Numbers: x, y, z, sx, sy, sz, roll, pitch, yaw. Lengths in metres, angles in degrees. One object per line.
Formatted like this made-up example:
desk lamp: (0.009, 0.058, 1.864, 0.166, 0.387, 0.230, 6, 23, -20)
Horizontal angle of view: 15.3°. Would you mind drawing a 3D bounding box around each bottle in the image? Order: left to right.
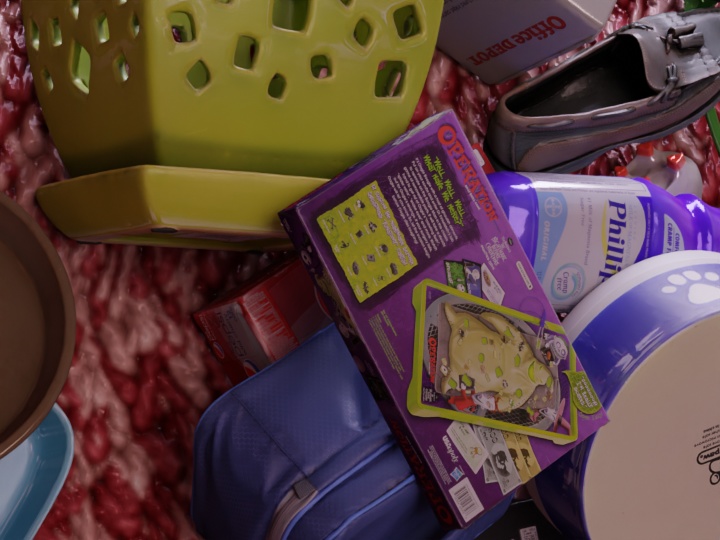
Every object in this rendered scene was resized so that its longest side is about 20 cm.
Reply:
bottle: (0.156, -0.015, 1.631, 0.199, 0.065, 0.084, 3, 100, -27)

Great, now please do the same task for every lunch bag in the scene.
lunch bag: (0.001, 0.121, 1.546, 0.199, 0.136, 0.132, -34, 61, -26)

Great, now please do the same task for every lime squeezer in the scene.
lime squeezer: (0.244, -0.157, 1.791, 0.070, 0.038, 0.201, 17, 78, -2)

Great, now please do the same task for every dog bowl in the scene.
dog bowl: (0.198, 0.095, 1.615, 0.199, 0.079, 0.202, -11, 118, -23)

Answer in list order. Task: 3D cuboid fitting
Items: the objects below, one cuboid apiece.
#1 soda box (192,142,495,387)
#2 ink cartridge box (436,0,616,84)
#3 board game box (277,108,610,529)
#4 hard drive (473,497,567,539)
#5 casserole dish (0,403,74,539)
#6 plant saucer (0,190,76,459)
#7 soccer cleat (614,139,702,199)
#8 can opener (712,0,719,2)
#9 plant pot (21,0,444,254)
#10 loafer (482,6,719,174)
soda box: (0.000, 0.000, 1.629, 0.199, 0.070, 0.064, -33, 97, -27)
ink cartridge box: (0.055, -0.216, 1.653, 0.200, 0.146, 0.083, 36, 66, -18)
board game box: (0.048, 0.027, 1.482, 0.120, 0.032, 0.201, -31, 100, -25)
hard drive: (0.095, 0.214, 1.659, 0.199, 0.038, 0.141, -11, 86, -28)
casserole dish: (-0.245, 0.131, 1.503, 0.121, 0.039, 0.201, 36, 68, -17)
plant saucer: (-0.257, 0.032, 1.484, 0.198, 0.030, 0.202, 4, 63, -9)
soccer cleat: (0.143, -0.004, 1.706, 0.199, 0.069, 0.078, -34, 129, -19)
can opener: (0.200, -0.217, 1.746, 0.198, 0.067, 0.054, 16, 77, 1)
plant pot: (-0.077, -0.105, 1.543, 0.198, 0.200, 0.183, 4, 85, -28)
loafer: (0.168, -0.120, 1.713, 0.199, 0.063, 0.072, -29, 59, -17)
